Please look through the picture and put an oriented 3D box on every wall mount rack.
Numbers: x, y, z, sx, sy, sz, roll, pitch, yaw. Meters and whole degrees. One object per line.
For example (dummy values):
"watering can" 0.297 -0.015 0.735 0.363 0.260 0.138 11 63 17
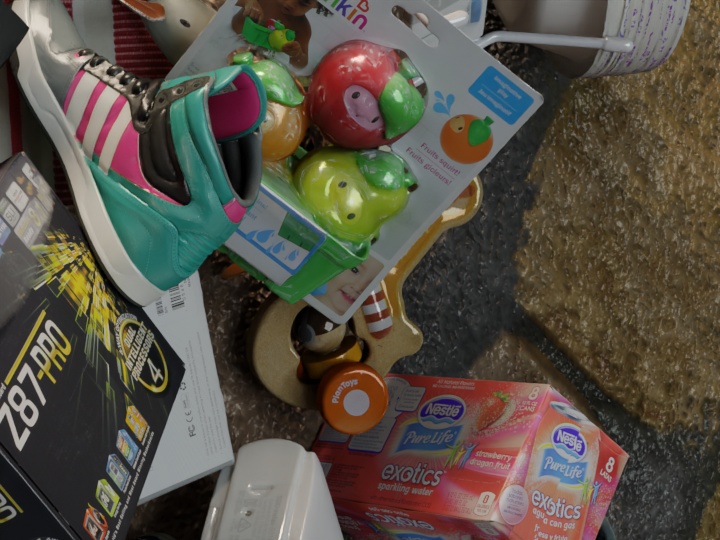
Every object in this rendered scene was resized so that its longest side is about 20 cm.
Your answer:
"wall mount rack" 0.096 -0.165 1.181 0.173 0.075 0.200 -31 153 -21

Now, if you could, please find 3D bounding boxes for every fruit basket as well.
"fruit basket" -0.023 -0.084 1.111 0.185 0.200 0.094 38 29 -11

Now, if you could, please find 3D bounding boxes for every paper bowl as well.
"paper bowl" 0.151 -0.235 1.310 0.104 0.201 0.201 -8 98 -12

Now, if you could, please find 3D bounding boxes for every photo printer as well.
"photo printer" -0.048 0.232 1.166 0.167 0.069 0.200 -78 161 -46

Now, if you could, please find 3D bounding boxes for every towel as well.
"towel" -0.177 -0.110 1.132 0.200 0.023 0.145 -4 92 -43

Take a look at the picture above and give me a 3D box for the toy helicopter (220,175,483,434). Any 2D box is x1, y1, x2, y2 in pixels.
"toy helicopter" 0.000 0.000 1.227 0.132 0.079 0.200 41 89 -18

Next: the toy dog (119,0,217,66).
"toy dog" -0.135 -0.207 1.100 0.200 0.096 0.132 25 64 -37

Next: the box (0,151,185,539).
"box" -0.169 0.051 0.957 0.161 0.049 0.200 53 22 -19

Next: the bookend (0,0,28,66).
"bookend" -0.255 -0.182 0.995 0.199 0.092 0.200 45 63 -29

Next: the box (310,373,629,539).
"box" 0.063 0.135 1.235 0.095 0.200 0.103 40 65 -33

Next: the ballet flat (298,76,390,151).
"ballet flat" -0.007 -0.115 1.249 0.069 0.071 0.201 -26 108 -45

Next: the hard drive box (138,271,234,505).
"hard drive box" -0.185 0.071 1.093 0.200 0.077 0.156 -19 104 -40

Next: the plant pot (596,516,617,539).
"plant pot" 0.140 0.270 1.325 0.196 0.200 0.201 40 66 -43

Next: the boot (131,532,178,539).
"boot" -0.174 0.260 1.114 0.153 0.073 0.204 8 85 -39

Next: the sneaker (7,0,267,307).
"sneaker" -0.117 -0.094 1.047 0.200 0.121 0.084 64 12 16
